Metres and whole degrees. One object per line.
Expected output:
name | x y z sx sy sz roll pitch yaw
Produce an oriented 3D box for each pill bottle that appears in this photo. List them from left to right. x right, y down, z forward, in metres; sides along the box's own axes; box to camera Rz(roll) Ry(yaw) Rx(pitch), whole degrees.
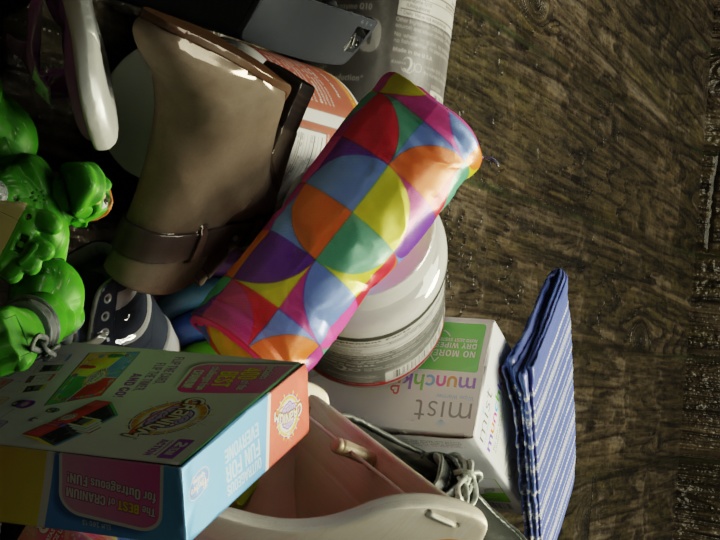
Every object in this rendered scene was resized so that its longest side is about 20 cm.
pill bottle | -0.082 -0.091 1.220 0.200 0.112 0.112 8 87 -66
pill bottle | 0.000 0.000 1.234 0.200 0.114 0.114 84 16 -72
pill bottle | 0.015 -0.189 1.463 0.114 0.114 0.201 27 69 -68

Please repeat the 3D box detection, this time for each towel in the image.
towel | 0.138 0.115 1.426 0.145 0.024 0.200 -60 149 -54

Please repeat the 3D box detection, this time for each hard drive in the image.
hard drive | -0.078 -0.170 1.197 0.200 0.135 0.042 -4 113 -71

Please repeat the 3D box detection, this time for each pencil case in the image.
pencil case | -0.010 -0.020 1.091 0.200 0.088 0.088 -50 149 -13

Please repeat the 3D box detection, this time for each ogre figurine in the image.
ogre figurine | -0.188 -0.039 0.974 0.098 0.200 0.120 -38 165 0

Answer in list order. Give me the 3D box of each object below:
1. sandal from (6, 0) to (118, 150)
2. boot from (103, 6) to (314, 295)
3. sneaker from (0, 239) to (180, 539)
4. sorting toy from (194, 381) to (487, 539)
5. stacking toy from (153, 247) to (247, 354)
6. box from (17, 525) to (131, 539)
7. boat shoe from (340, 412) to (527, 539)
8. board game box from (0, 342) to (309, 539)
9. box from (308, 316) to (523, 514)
sandal | -0.164 -0.121 1.014 0.203 0.050 0.083 -113 -170 -58
boot | -0.097 -0.057 1.043 0.146 0.070 0.200 -58 154 7
sneaker | -0.170 0.072 1.083 0.109 0.070 0.200 73 28 -43
sorting toy | -0.065 0.124 1.033 0.180 0.200 0.107 18 97 -31
stacking toy | -0.092 0.069 1.185 0.085 0.085 0.200 65 16 -53
box | -0.162 0.233 0.998 0.200 0.095 0.103 -60 158 2
boat shoe | 0.050 0.155 1.294 0.068 0.199 0.074 -50 -161 27
board game box | -0.146 0.081 0.960 0.153 0.200 0.040 -37 128 -63
box | 0.018 0.106 1.407 0.177 0.200 0.097 54 43 -59
